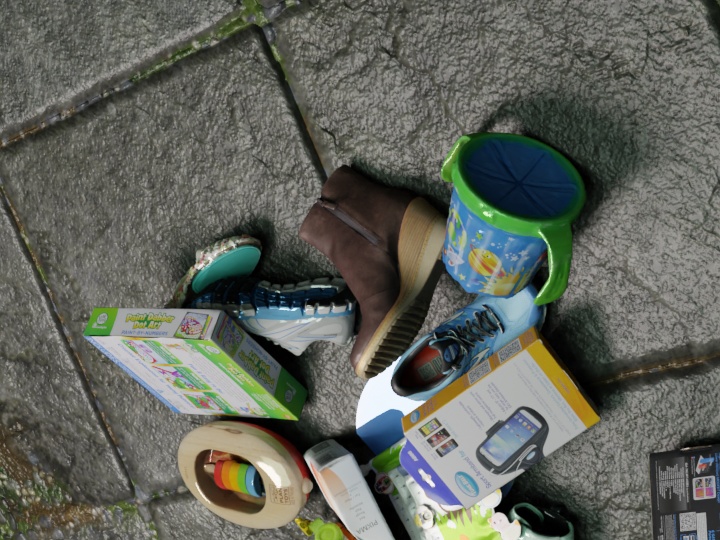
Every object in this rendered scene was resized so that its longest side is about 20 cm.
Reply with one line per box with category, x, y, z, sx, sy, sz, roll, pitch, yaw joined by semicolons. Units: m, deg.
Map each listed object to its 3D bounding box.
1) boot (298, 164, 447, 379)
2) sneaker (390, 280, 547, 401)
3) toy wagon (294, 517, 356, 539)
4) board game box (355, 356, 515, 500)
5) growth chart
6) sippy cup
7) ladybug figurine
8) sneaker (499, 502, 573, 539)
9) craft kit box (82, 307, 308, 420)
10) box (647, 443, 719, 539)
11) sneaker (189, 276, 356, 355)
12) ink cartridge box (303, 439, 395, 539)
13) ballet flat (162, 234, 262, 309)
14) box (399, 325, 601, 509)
boot;0.000;0.000;1.634;0.166;0.072;0.201;27;86;27
sneaker;0.113;0.080;1.597;0.200;0.090;0.079;-39;82;17
toy wagon;-0.005;0.349;1.780;0.200;0.040;0.155;42;168;38
board game box;0.094;0.181;1.702;0.200;0.039;0.158;48;120;6
growth chart;0.094;0.265;1.672;0.145;0.018;0.201;-43;69;29
sippy cup;0.144;-0.047;1.527;0.139;0.179;0.131;14;132;-3
ladybug figurine;-0.134;0.244;1.849;0.199;0.072;0.137;11;116;34
sneaker;0.149;0.299;1.685;0.199;0.074;0.119;9;119;20
craft kit box;-0.194;0.111;1.787;0.196;0.049;0.200;3;150;34
box;0.383;0.267;1.475;0.197;0.050;0.202;-14;66;35
sneaker;-0.099;0.060;1.738;0.198;0.075;0.087;3;124;12
ink cartridge box;0.002;0.299;1.742;0.050;0.162;0.201;-24;93;-8
ballet flat;-0.188;0.013;1.805;0.200;0.075;0.064;-49;45;31
box;0.138;0.162;1.591;0.199;0.042;0.119;-35;110;13
